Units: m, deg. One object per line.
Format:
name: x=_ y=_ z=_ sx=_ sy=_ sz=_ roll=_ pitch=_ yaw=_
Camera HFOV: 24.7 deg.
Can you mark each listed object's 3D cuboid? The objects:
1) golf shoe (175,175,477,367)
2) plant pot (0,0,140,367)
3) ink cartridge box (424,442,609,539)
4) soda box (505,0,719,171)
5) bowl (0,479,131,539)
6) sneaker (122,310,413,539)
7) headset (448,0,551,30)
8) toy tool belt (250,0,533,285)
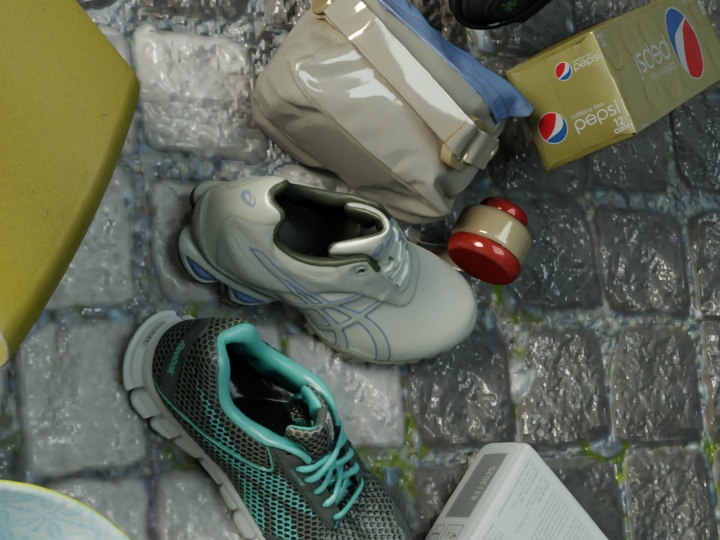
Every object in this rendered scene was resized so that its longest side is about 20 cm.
golf shoe: x=0.000 y=0.000 z=0.912 sx=0.199 sy=0.097 sz=0.079 roll=18 pitch=68 yaw=-32
plant pot: x=-0.218 y=-0.062 z=0.726 sx=0.200 sy=0.199 sz=0.177 roll=51 pitch=45 yaw=-14
ink cartridge box: x=0.104 y=0.226 z=0.971 sx=0.200 sy=0.050 sz=0.162 roll=52 pitch=55 yaw=-24
soda box: x=0.167 y=-0.125 z=1.038 sx=0.200 sy=0.064 sz=0.068 roll=-31 pitch=97 yaw=-57
bowl: x=-0.184 y=0.196 z=0.730 sx=0.199 sy=0.107 sz=0.202 roll=8 pitch=75 yaw=-33
sneaker: x=-0.036 y=0.097 z=0.867 sx=0.200 sy=0.091 sz=0.078 roll=44 pitch=59 yaw=-19
headset: x=0.071 y=-0.209 z=0.980 sx=0.124 sy=0.094 sz=0.200 roll=53 pitch=27 yaw=1
toy tool belt: x=0.042 y=-0.096 z=0.949 sx=0.200 sy=0.125 sz=0.123 roll=37 pitch=69 yaw=-23
